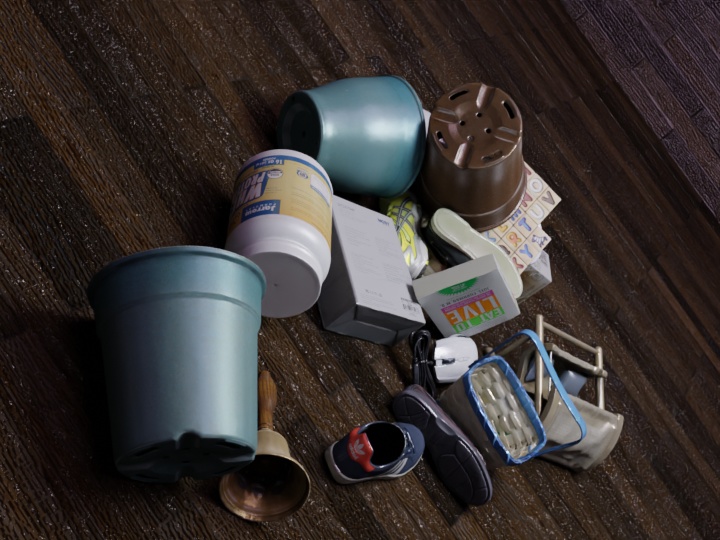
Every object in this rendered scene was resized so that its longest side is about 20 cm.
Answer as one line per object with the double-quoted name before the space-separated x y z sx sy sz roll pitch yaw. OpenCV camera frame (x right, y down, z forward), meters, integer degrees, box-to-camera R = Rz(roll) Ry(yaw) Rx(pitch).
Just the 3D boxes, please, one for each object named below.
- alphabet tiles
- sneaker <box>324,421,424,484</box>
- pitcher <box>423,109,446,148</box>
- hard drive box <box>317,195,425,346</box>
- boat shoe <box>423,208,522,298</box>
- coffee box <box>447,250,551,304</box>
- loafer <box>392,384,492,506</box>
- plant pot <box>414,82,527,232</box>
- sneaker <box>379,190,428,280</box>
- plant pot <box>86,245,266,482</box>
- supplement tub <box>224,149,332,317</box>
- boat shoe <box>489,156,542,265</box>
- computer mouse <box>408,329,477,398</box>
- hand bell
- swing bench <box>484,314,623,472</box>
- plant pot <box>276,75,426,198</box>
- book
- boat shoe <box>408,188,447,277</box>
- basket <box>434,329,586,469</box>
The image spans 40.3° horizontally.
"alphabet tiles" 0.254 -0.090 1.716 0.167 0.200 0.008 44 -13 0
"sneaker" 0.043 0.234 1.314 0.199 0.084 0.076 -6 63 -55
"pitcher" 0.123 -0.197 1.824 0.200 0.173 0.121 42 59 17
"hard drive box" 0.000 0.000 1.497 0.155 0.076 0.203 19 45 -43
"boat shoe" 0.184 -0.018 1.649 0.198 0.066 0.075 37 55 -10
"coffee box" 0.245 -0.028 1.814 0.199 0.114 0.080 35 36 -24
"loafer" 0.129 0.248 1.433 0.201 0.072 0.063 51 27 2
"plant pot" 0.186 -0.195 1.624 0.199 0.197 0.203 79 -12 -68
"sneaker" 0.059 -0.075 1.655 0.075 0.076 0.202 16 40 -31
"plant pot" -0.191 0.109 1.047 0.198 0.199 0.199 19 52 -42
"supplement tub" -0.110 -0.051 1.338 0.144 0.144 0.202 33 36 -28
"boat shoe" 0.271 -0.105 1.756 0.057 0.068 0.203 124 -50 -78
"computer mouse" 0.141 0.139 1.548 0.199 0.043 0.112 -8 93 -56
"hand bell" -0.113 0.189 1.174 0.104 0.104 0.201 36 23 -24
"swing bench" 0.339 0.216 1.681 0.197 0.129 0.202 25 41 -38
"plant pot" -0.027 -0.216 1.585 0.186 0.200 0.202 -5 61 -37
"book" 0.172 0.043 1.557 0.200 0.132 0.049 49 24 -60
"boat shoe" 0.107 -0.070 1.718 0.072 0.065 0.202 23 42 -39
"basket" 0.218 0.200 1.458 0.138 0.199 0.178 -20 82 -49
